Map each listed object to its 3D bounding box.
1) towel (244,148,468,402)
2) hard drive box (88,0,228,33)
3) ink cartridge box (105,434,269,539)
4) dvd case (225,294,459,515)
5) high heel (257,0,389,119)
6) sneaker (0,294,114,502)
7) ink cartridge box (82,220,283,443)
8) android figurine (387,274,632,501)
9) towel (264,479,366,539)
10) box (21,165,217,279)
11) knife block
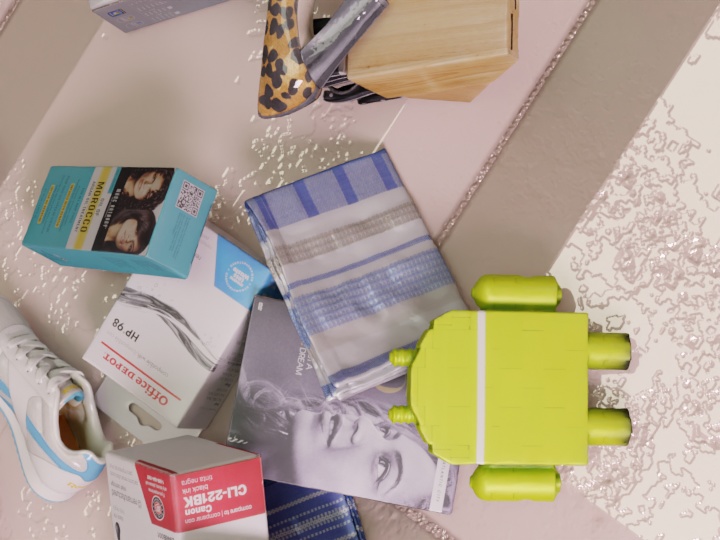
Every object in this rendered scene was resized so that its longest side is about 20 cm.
[{"bbox_3d":[0.000,0.000,1.200,0.145,0.024,0.202,-20,69,-15],"label":"towel"},{"bbox_3d":[-0.157,-0.327,1.304,0.197,0.077,0.158,-13,79,15],"label":"hard drive box"},{"bbox_3d":[-0.137,0.248,1.156,0.144,0.083,0.203,1,99,58],"label":"ink cartridge box"},{"bbox_3d":[-0.007,0.113,1.195,0.197,0.016,0.151,11,85,-1],"label":"dvd case"},{"bbox_3d":[-0.084,-0.230,1.192,0.143,0.071,0.200,-48,65,10],"label":"high heel"},{"bbox_3d":[-0.288,0.103,1.276,0.080,0.076,0.202,-34,82,32],"label":"sneaker"},{"bbox_3d":[-0.162,0.061,1.255,0.115,0.067,0.201,32,92,18],"label":"ink cartridge box"},{"bbox_3d":[0.120,0.095,1.147,0.197,0.041,0.185,-1,86,-3],"label":"android figurine"},{"bbox_3d":[-0.053,0.275,1.215,0.143,0.024,0.202,-23,76,14],"label":"towel"},{"bbox_3d":[-0.215,-0.045,1.245,0.198,0.049,0.083,4,71,46],"label":"box"},{"bbox_3d":[0.025,-0.188,1.182,0.173,0.200,0.065,2,82,-13],"label":"knife block"}]
